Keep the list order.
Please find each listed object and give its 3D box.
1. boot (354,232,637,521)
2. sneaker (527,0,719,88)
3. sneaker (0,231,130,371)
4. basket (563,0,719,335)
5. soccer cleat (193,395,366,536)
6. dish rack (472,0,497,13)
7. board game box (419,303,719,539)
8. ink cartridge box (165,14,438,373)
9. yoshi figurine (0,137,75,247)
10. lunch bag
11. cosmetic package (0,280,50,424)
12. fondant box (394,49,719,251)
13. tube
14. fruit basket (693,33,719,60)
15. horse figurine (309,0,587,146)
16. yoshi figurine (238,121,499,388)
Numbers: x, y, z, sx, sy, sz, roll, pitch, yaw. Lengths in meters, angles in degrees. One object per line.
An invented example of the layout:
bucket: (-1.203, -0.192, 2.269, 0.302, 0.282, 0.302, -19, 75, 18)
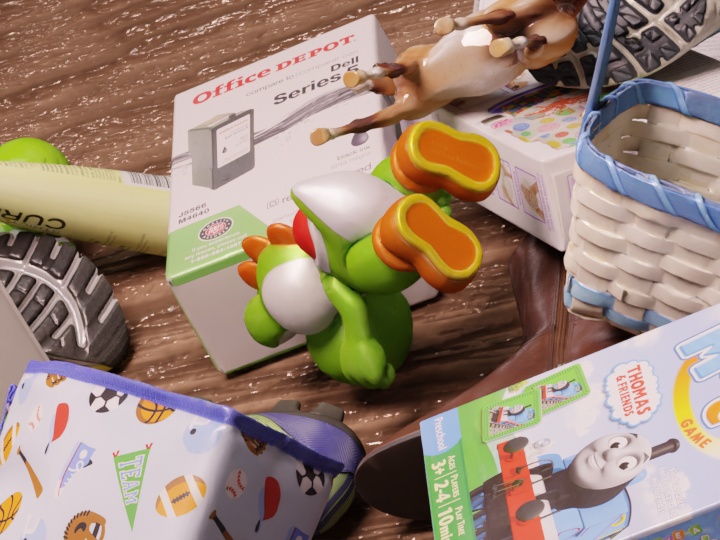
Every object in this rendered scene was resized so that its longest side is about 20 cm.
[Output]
boot: (0.085, 0.038, 1.528, 0.185, 0.064, 0.200, -17, 34, 12)
sneaker: (0.186, -0.151, 1.573, 0.199, 0.086, 0.078, -26, 73, 9)
sneaker: (-0.228, 0.025, 1.763, 0.199, 0.091, 0.078, 22, 55, 22)
basket: (0.188, -0.058, 1.413, 0.176, 0.201, 0.139, 24, 33, 10)
soccer cleat: (-0.090, 0.115, 1.551, 0.199, 0.065, 0.084, -4, 43, 32)
dish rack: (0.144, -0.182, 1.786, 0.171, 0.044, 0.201, -15, 38, 19)
board game box: (0.129, 0.088, 1.303, 0.199, 0.037, 0.152, -22, 30, 9)
ink cartridge box: (-0.036, -0.049, 1.706, 0.145, 0.084, 0.200, -21, 35, 12)
yoshi figurine: (-0.249, -0.055, 1.853, 0.112, 0.112, 0.200, -38, 39, -27)
lunch bag: (-0.130, 0.143, 1.457, 0.199, 0.124, 0.171, 12, 76, 39)
cosmetic package: (-0.310, 0.086, 1.658, 0.164, 0.165, 0.200, 5, 47, 39)
fondant box: (0.125, -0.083, 1.595, 0.144, 0.059, 0.200, -20, 22, -18)
tube: (-0.202, -0.045, 1.749, 0.199, 0.058, 0.052, 9, 42, -21)
fruit basket: (0.277, -0.161, 1.639, 0.185, 0.094, 0.201, -1, 63, 46)
horse figurine: (0.058, -0.120, 1.531, 0.200, 0.050, 0.132, -27, -3, 34)
yoshi figurine: (0.014, 0.003, 1.536, 0.112, 0.112, 0.200, -18, -10, -35)
